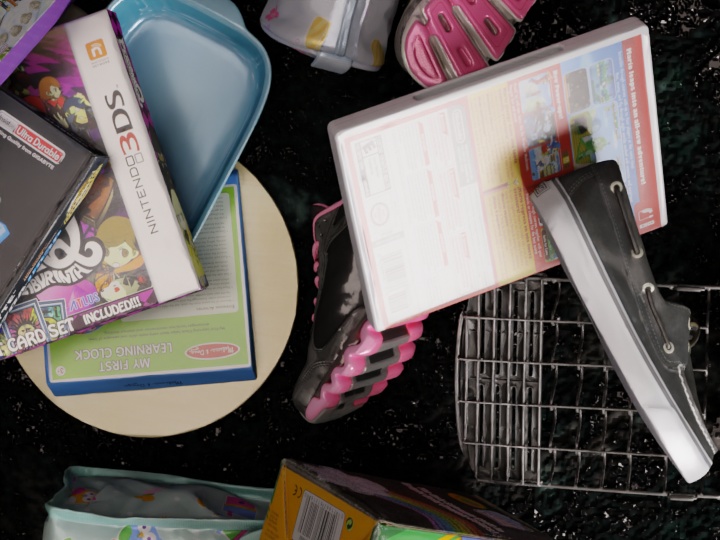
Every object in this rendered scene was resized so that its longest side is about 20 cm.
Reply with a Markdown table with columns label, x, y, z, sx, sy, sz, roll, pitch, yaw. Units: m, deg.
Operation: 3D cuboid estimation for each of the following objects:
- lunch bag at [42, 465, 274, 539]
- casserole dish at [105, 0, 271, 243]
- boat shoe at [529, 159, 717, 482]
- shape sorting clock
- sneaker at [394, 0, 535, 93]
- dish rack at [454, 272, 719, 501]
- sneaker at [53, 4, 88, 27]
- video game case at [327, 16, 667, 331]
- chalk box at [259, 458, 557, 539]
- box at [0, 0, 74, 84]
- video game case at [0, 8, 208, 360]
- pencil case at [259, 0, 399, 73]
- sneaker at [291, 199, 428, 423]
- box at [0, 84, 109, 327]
| label | x | y | z | sx | sy | sz | roll | pitch | yaw |
| --- | --- | --- | --- | --- | --- | --- | --- | --- | --- |
| lunch bag | -0.106 | 0.226 | 1.235 | 0.199 | 0.122 | 0.172 | 6 | 99 | -1 |
| casserole dish | -0.134 | -0.084 | 1.201 | 0.121 | 0.039 | 0.201 | 28 | 93 | 5 |
| boat shoe | 0.168 | 0.029 | 1.125 | 0.056 | 0.069 | 0.201 | -28 | 97 | 3 |
| shape sorting clock | -0.139 | 0.008 | 1.239 | 0.199 | 0.039 | 0.201 | 0 | 89 | 5 |
| sneaker | 0.086 | -0.189 | 1.150 | 0.074 | 0.087 | 0.200 | 41 | 82 | -15 |
| dish rack | 0.159 | 0.070 | 1.196 | 0.199 | 0.055 | 0.155 | 2 | 99 | 11 |
| sneaker | -0.235 | -0.084 | 1.219 | 0.076 | 0.080 | 0.200 | 37 | 103 | 3 |
| video game case | 0.086 | -0.056 | 1.133 | 0.199 | 0.017 | 0.144 | -20 | 124 | -11 |
| chalk box | 0.043 | 0.205 | 1.177 | 0.199 | 0.125 | 0.125 | 15 | 94 | -33 |
| box | -0.252 | -0.163 | 1.098 | 0.136 | 0.200 | 0.039 | 32 | 136 | -2 |
| video game case | -0.215 | -0.042 | 1.165 | 0.199 | 0.036 | 0.182 | -18 | 91 | 3 |
| pencil case | 0.008 | -0.221 | 1.148 | 0.083 | 0.091 | 0.201 | 11 | 108 | -34 |
| sneaker | 0.000 | 0.000 | 1.208 | 0.095 | 0.079 | 0.201 | 33 | 103 | 23 |
| box | -0.274 | -0.056 | 1.126 | 0.199 | 0.046 | 0.159 | 34 | 92 | 2 |
